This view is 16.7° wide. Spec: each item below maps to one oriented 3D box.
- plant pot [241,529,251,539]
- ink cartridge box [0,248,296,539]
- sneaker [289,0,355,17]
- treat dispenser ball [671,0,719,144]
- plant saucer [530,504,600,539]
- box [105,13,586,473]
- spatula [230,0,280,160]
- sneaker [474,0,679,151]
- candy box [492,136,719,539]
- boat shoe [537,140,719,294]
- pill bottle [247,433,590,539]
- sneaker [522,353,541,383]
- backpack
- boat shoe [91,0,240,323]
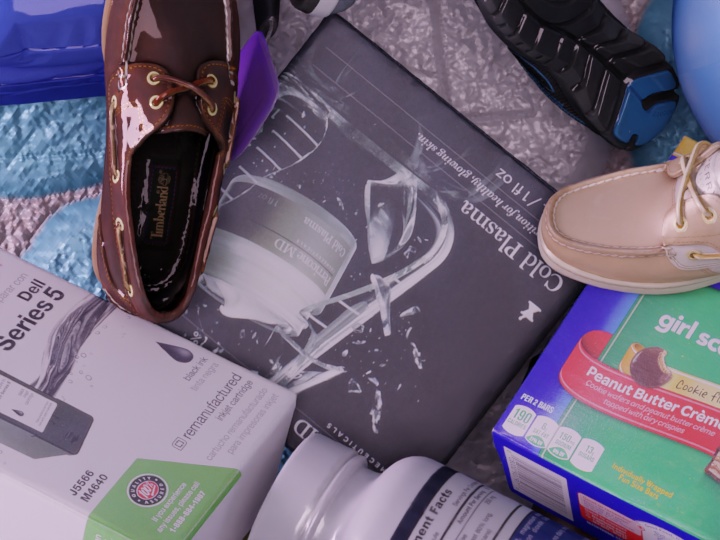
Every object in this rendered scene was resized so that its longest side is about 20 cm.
[{"bbox_3d":[-0.149,0.193,1.307,0.189,0.200,0.201,-12,90,-14],"label":"plant pot"},{"bbox_3d":[-0.155,0.087,1.235,0.199,0.146,0.084,25,130,12],"label":"ink cartridge box"},{"bbox_3d":[0.029,-0.188,1.320,0.120,0.201,0.084,21,132,-11],"label":"sneaker"},{"bbox_3d":[0.265,-0.131,1.298,0.199,0.201,0.202,0,89,-1],"label":"treat dispenser ball"},{"bbox_3d":[0.179,0.163,1.274,0.199,0.037,0.202,-2,72,5],"label":"plant saucer"},{"bbox_3d":[0.000,0.000,1.331,0.200,0.124,0.197,38,90,-1],"label":"box"},{"bbox_3d":[-0.056,-0.124,1.306,0.020,0.200,0.057,28,119,-13],"label":"spatula"},{"bbox_3d":[0.092,-0.143,1.312,0.073,0.082,0.200,-45,128,-11],"label":"sneaker"},{"bbox_3d":[0.192,0.055,1.252,0.168,0.077,0.200,26,67,23],"label":"candy box"},{"bbox_3d":[0.185,-0.035,1.220,0.199,0.069,0.074,-3,58,8],"label":"boat shoe"},{"bbox_3d":[0.046,0.161,1.211,0.199,0.111,0.112,26,89,14],"label":"pill bottle"},{"bbox_3d":[0.155,0.051,1.354,0.115,0.081,0.200,22,90,-3],"label":"sneaker"},{"bbox_3d":[-0.154,-0.199,1.308,0.161,0.168,0.201,-5,88,-13],"label":"backpack"},{"bbox_3d":[-0.092,-0.074,1.217,0.070,0.070,0.201,0,101,-18],"label":"boat shoe"}]
